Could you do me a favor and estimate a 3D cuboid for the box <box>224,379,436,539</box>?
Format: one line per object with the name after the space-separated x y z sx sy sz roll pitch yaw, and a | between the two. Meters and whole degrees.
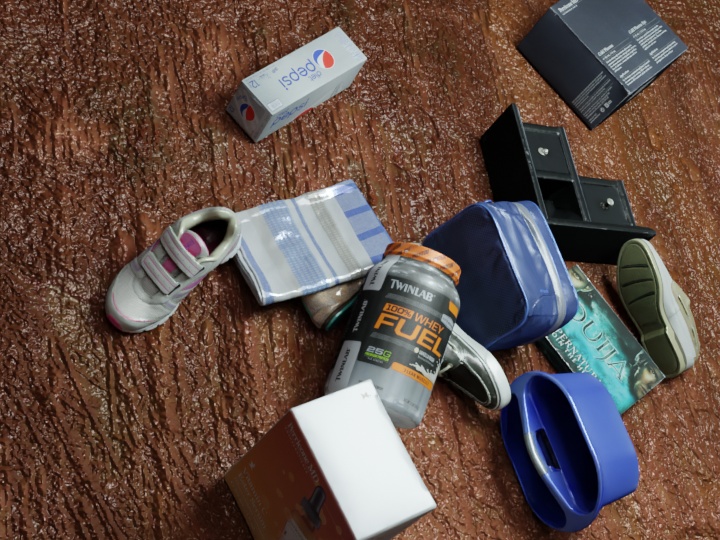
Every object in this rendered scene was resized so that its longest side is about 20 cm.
-0.038 0.233 1.307 0.106 0.200 0.153 -17 70 -35 | box

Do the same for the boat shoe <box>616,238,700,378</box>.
0.421 0.048 1.742 0.068 0.075 0.201 -19 93 -39 | boat shoe

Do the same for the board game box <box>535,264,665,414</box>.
0.313 0.101 1.690 0.135 0.028 0.200 -30 79 -37 | board game box

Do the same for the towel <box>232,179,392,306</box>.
-0.064 -0.038 1.528 0.200 0.024 0.147 -17 56 -22 | towel

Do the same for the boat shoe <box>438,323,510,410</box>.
0.103 0.105 1.551 0.064 0.071 0.200 -32 72 -39 | boat shoe

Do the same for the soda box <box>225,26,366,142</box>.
-0.084 -0.250 1.658 0.063 0.068 0.200 48 51 6 | soda box

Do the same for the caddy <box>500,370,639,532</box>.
0.246 0.218 1.512 0.105 0.141 0.200 -5 64 -36 | caddy

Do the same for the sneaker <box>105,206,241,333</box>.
-0.213 -0.012 1.418 0.081 0.088 0.200 43 67 1 | sneaker

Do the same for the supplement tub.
0.043 0.076 1.461 0.122 0.123 0.200 24 74 -15 | supplement tub

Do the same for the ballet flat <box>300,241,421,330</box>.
0.000 0.000 1.557 0.067 0.068 0.200 45 49 12 | ballet flat

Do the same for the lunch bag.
0.183 0.001 1.605 0.132 0.136 0.200 -2 67 -46 | lunch bag

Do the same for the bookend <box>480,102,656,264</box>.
0.296 -0.121 1.773 0.200 0.092 0.199 5 59 -27 | bookend

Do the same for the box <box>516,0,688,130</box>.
0.384 -0.353 1.954 0.182 0.104 0.200 50 51 5 | box
